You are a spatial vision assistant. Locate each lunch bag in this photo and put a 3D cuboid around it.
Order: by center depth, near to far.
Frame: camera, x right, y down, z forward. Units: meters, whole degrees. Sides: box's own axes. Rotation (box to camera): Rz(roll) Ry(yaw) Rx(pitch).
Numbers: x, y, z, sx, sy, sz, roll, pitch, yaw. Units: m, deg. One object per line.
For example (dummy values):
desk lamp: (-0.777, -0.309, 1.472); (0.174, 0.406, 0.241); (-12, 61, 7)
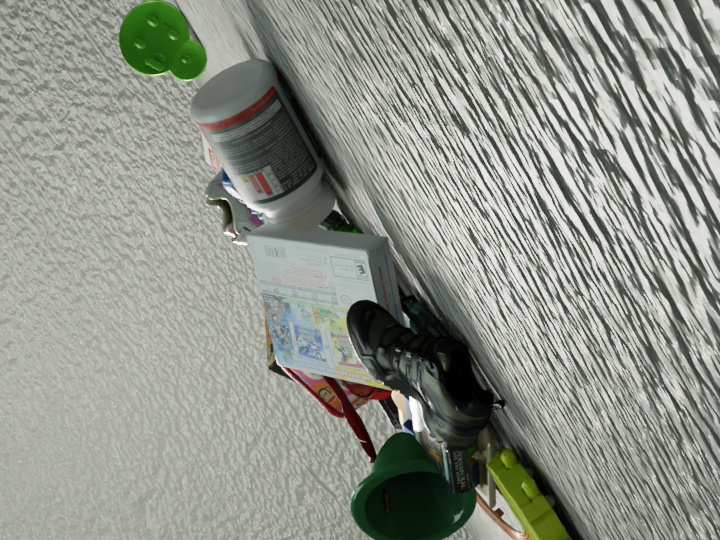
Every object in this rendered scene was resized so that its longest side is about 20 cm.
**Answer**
lunch bag: (-0.014, 0.113, 1.722); (0.176, 0.082, 0.200); (42, -142, -1)

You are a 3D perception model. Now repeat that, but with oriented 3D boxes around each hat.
hat: (0.056, 0.238, 1.589); (0.177, 0.164, 0.201); (-100, -9, -49)

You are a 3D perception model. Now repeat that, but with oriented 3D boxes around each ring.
ring: (0.187, 0.312, 1.664); (0.200, 0.019, 0.201); (46, 166, 15)

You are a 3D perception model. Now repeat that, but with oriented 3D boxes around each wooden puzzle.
wooden puzzle: (0.101, 0.211, 1.569); (0.200, 0.046, 0.186); (42, 157, 32)

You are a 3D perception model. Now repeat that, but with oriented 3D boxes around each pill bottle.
pill bottle: (-0.113, -0.145, 1.458); (0.201, 0.115, 0.116); (61, 175, -32)

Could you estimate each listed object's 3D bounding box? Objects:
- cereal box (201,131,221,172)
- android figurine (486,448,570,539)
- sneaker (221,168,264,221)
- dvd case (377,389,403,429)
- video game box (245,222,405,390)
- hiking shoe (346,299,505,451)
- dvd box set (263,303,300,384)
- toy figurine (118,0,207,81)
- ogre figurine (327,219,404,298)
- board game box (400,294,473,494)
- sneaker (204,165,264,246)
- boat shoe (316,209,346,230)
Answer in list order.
cereal box: (-0.145, -0.151, 1.692); (0.199, 0.040, 0.144); (37, 155, 18)
android figurine: (0.201, 0.278, 1.354); (0.182, 0.041, 0.201); (54, 174, 49)
sneaker: (-0.132, -0.098, 1.571); (0.076, 0.104, 0.202); (14, 120, 58)
dvd case: (0.053, 0.161, 1.829); (0.148, 0.016, 0.201); (9, -139, -49)
video game box: (-0.036, 0.041, 1.429); (0.199, 0.047, 0.184); (9, 118, 40)
hiking shoe: (0.072, 0.092, 1.279); (0.200, 0.076, 0.101); (45, 130, 11)
dvd box set: (-0.079, 0.098, 1.799); (0.145, 0.029, 0.201); (27, -149, -25)
toy figurine: (-0.374, -0.448, 2.454); (0.199, 0.151, 0.184); (33, -174, 9)
ogre figurine: (-0.017, 0.031, 1.579); (0.201, 0.119, 0.098); (56, 175, 15)
board game box: (0.087, 0.146, 1.412); (0.135, 0.028, 0.202); (-131, 28, -61)
sneaker: (-0.146, -0.061, 1.668); (0.200, 0.088, 0.081); (49, 155, -1)
boat shoe: (0.000, 0.000, 1.699); (0.201, 0.073, 0.062); (52, -140, -12)
